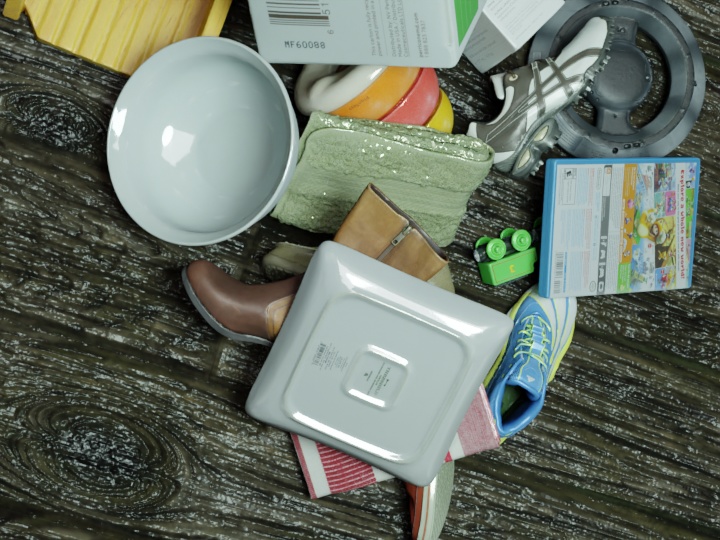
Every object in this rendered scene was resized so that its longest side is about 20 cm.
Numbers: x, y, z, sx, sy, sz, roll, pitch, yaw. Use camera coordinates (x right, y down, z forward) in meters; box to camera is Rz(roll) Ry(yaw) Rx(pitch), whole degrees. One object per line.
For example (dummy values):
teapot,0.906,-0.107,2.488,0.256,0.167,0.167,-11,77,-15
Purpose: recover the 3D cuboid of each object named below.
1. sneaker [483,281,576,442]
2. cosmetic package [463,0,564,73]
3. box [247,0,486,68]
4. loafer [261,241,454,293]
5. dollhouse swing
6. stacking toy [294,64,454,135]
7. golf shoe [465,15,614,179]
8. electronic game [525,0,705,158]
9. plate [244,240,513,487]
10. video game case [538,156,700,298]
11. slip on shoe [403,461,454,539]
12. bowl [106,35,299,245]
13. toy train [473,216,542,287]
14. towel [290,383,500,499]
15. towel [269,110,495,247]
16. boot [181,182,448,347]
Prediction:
sneaker,0.178,0.095,1.461,0.076,0.105,0.200,31,78,-11
cosmetic package,0.102,-0.312,1.472,0.200,0.113,0.081,45,75,-6
box,0.007,-0.313,1.310,0.200,0.199,0.171,5,40,18
loafer,0.000,0.000,1.438,0.200,0.076,0.067,13,70,-10
dollhouse swing,-0.210,-0.295,1.349,0.200,0.176,0.182,22,80,-14
stacking toy,0.043,-0.158,1.453,0.200,0.146,0.146,45,75,-27
golf shoe,0.187,-0.194,1.475,0.094,0.078,0.200,34,80,1
electronic game,0.276,-0.209,1.547,0.200,0.042,0.200,1,86,-8
plate,0.015,0.096,1.342,0.200,0.032,0.200,23,111,-6
video game case,0.274,-0.047,1.504,0.200,0.018,0.143,-3,100,-31
slip on shoe,0.058,0.182,1.447,0.061,0.074,0.200,-3,92,18
bowl,-0.136,-0.119,1.379,0.201,0.090,0.201,-2,86,23
toy train,0.212,-0.033,1.517,0.200,0.042,0.056,-19,101,-17
towel,0.024,0.132,1.410,0.200,0.023,0.144,-18,86,13
towel,0.021,-0.085,1.422,0.200,0.148,0.037,8,44,-18
boot,-0.047,-0.001,1.347,0.188,0.068,0.200,40,113,0
